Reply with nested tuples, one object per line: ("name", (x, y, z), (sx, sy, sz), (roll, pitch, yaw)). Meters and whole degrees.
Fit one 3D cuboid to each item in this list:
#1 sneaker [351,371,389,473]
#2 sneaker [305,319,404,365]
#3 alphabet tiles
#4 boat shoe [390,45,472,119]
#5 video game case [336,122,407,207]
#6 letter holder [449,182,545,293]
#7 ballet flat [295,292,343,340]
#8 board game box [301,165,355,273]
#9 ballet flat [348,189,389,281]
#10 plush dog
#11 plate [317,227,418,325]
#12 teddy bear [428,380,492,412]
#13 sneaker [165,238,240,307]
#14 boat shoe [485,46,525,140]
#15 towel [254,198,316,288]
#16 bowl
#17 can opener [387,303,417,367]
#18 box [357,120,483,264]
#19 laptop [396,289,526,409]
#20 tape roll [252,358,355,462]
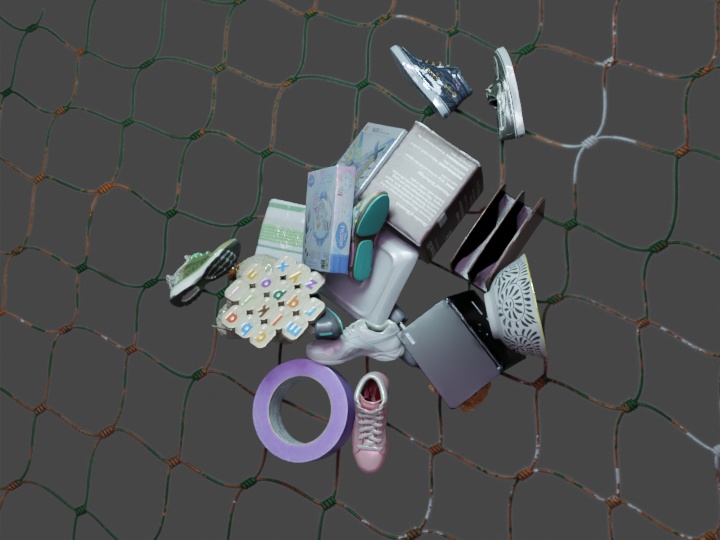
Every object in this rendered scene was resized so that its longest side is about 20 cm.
("sneaker", (0.017, 0.298, 1.432), (0.074, 0.105, 0.204), (5, 80, 10))
("sneaker", (-0.014, 0.136, 1.444), (0.197, 0.071, 0.081), (-7, 119, 4))
("alphabet tiles", (-0.167, 0.059, 1.412), (0.199, 0.015, 0.196), (29, 62, 28))
("boat shoe", (0.154, -0.429, 1.582), (0.091, 0.071, 0.201), (-38, 80, 0))
("video game case", (-0.001, -0.221, 1.527), (0.022, 0.182, 0.201), (38, 87, -28))
("letter holder", (0.269, -0.069, 1.438), (0.100, 0.142, 0.201), (34, 87, 16))
("ballet flat", (-0.093, 0.090, 1.458), (0.072, 0.200, 0.074), (-5, 108, -17))
("board game box", (-0.067, -0.100, 1.449), (0.043, 0.200, 0.202), (3, 92, -20))
("ballet flat", (0.003, -0.076, 1.401), (0.068, 0.202, 0.071), (-9, 37, -31))
("plush dog", (-0.216, 0.050, 1.507), (0.197, 0.161, 0.174), (4, 73, 13))
("plate", (0.000, 0.000, 1.482), (0.199, 0.032, 0.202), (36, 109, 29))
("teddy bear", (0.178, 0.177, 1.419), (0.067, 0.144, 0.202), (-44, 68, 46))
("sneaker", (-0.353, -0.015, 1.595), (0.199, 0.077, 0.089), (-39, 65, -1))
("boat shoe", (0.298, -0.374, 1.535), (0.063, 0.071, 0.203), (-10, 78, 8))
("towel", (-0.155, -0.046, 1.584), (0.147, 0.031, 0.203), (12, 83, 16))
("bowl", (0.288, 0.078, 1.375), (0.093, 0.201, 0.204), (-14, 76, 12))
("can opener", (0.067, 0.104, 1.489), (0.066, 0.053, 0.201), (-37, 73, 3))
("box", (0.126, -0.154, 1.473), (0.163, 0.166, 0.201), (37, 88, 16))
("laptop", (0.200, 0.146, 1.410), (0.103, 0.199, 0.178), (-46, 72, 29))
("tape roll", (-0.112, 0.283, 1.471), (0.197, 0.085, 0.203), (-2, 78, 11))
